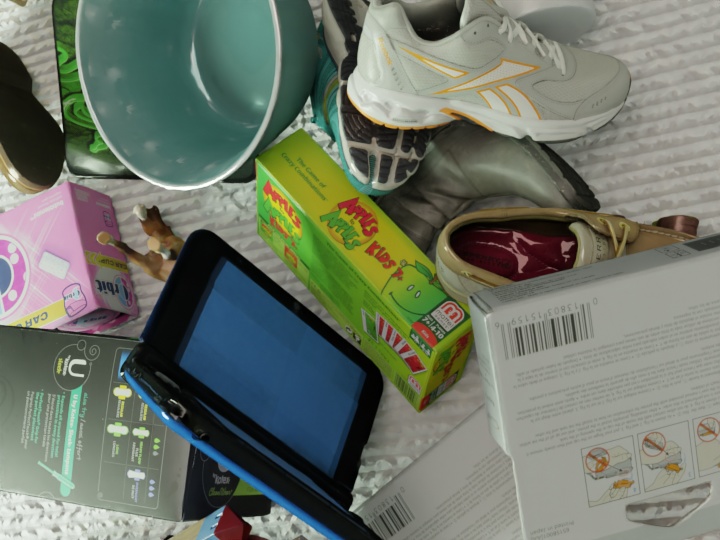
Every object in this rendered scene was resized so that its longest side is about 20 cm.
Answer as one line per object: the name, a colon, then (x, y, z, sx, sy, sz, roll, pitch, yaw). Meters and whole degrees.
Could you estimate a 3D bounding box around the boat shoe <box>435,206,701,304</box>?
boat shoe: (0.144, -0.002, 0.702, 0.196, 0.066, 0.076, 1, 74, 10)

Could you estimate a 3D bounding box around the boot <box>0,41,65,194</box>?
boot: (-0.319, -0.123, 0.963, 0.076, 0.073, 0.201, -48, 50, 18)

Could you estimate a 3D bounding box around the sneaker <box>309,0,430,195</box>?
sneaker: (0.000, -0.125, 0.819, 0.080, 0.076, 0.202, -57, 31, 39)

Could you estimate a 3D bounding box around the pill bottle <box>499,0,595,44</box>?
pill bottle: (0.109, -0.267, 0.797, 0.111, 0.112, 0.204, -15, 77, 19)

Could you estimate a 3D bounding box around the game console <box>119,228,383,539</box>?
game console: (-0.046, 0.081, 0.719, 0.119, 0.199, 0.170, -55, 25, -8)

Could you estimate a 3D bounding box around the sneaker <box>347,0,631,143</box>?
sneaker: (0.092, -0.144, 0.726, 0.196, 0.093, 0.076, 0, 41, -9)

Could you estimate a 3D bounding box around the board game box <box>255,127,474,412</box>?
board game box: (0.000, 0.000, 0.807, 0.047, 0.102, 0.200, -34, 68, -23)

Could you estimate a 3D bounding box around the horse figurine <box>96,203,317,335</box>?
horse figurine: (-0.122, 0.013, 0.859, 0.198, 0.133, 0.050, 35, 90, 8)

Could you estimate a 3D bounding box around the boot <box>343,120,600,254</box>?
boot: (0.076, -0.056, 0.804, 0.132, 0.067, 0.200, -54, 52, 11)

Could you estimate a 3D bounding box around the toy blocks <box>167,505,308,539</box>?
toy blocks: (-0.064, 0.236, 0.749, 0.200, 0.101, 0.136, 42, 129, -16)

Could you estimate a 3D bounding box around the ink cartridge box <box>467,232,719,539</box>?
ink cartridge box: (0.176, 0.080, 0.667, 0.196, 0.044, 0.177, -13, 106, -8)

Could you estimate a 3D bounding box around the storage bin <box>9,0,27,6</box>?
storage bin: (-0.250, -0.291, 0.896, 0.196, 0.198, 0.096, 3, 85, 22)

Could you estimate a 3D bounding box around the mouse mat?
mouse mat: (-0.177, -0.157, 0.924, 0.196, 0.008, 0.164, 4, 104, 23)

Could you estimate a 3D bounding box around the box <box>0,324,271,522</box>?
box: (-0.177, 0.116, 0.840, 0.196, 0.148, 0.127, 3, 83, 21)

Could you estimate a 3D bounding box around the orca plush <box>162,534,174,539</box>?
orca plush: (-0.172, 0.251, 0.881, 0.197, 0.071, 0.107, 6, 130, 28)

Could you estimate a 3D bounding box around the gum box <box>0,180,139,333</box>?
gum box: (-0.302, 0.019, 0.946, 0.197, 0.066, 0.116, -23, 74, 17)

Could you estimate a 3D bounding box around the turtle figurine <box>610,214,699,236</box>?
turtle figurine: (0.183, 0.045, 0.751, 0.196, 0.064, 0.165, -1, 83, 22)

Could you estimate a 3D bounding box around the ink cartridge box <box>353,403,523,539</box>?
ink cartridge box: (0.101, 0.194, 0.746, 0.200, 0.043, 0.175, -43, 74, 26)

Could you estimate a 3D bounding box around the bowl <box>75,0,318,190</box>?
bowl: (-0.110, -0.168, 0.818, 0.198, 0.104, 0.205, 8, 105, 32)
